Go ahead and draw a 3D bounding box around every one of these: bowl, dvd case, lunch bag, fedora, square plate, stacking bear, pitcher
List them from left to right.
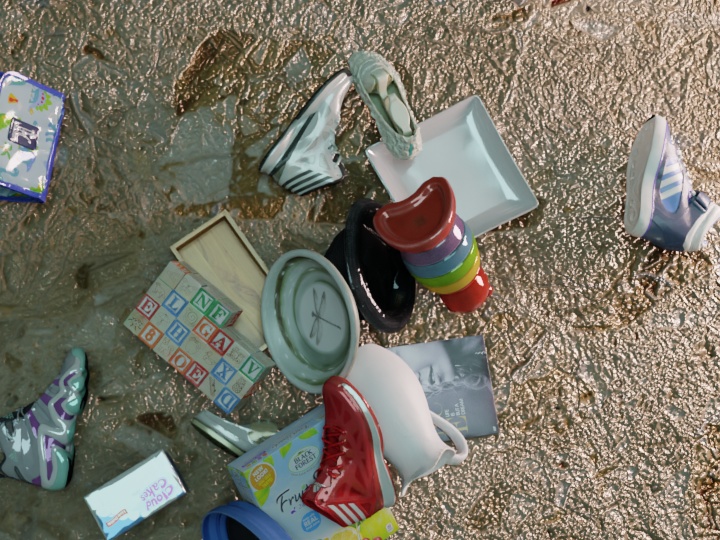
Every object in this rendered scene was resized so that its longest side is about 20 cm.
[{"bbox_3d":[-0.532,-0.194,1.687,0.200,0.127,0.170,12,76,-17],"label":"lunch bag"},{"bbox_3d":[-0.132,0.396,1.586,0.039,0.201,0.201,-33,84,-35],"label":"bowl"},{"bbox_3d":[0.000,0.000,1.705,0.092,0.201,0.201,-17,80,29],"label":"fedora"},{"bbox_3d":[0.057,0.201,1.667,0.121,0.172,0.200,-46,69,26],"label":"pitcher"},{"bbox_3d":[0.095,0.180,1.737,0.200,0.016,0.149,-7,81,-7],"label":"dvd case"},{"bbox_3d":[0.122,-0.016,1.700,0.121,0.200,0.114,-31,42,7],"label":"stacking bear"},{"bbox_3d":[0.137,-0.138,1.794,0.200,0.028,0.198,-27,83,-11],"label":"square plate"}]

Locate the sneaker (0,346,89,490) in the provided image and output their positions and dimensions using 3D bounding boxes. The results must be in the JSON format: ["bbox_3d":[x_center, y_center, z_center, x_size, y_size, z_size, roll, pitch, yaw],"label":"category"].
[{"bbox_3d":[-0.456,0.196,1.640,0.140,0.078,0.200,10,78,-5],"label":"sneaker"}]

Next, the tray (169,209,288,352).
[{"bbox_3d":[-0.179,0.022,1.725,0.099,0.037,0.200,-35,86,-11],"label":"tray"}]

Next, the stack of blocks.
[{"bbox_3d":[-0.217,0.092,1.668,0.200,0.059,0.115,40,97,8],"label":"stack of blocks"}]

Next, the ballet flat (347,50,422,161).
[{"bbox_3d":[0.042,-0.258,1.769,0.072,0.072,0.200,-23,71,-10],"label":"ballet flat"}]

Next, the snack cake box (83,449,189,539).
[{"bbox_3d":[-0.292,0.296,1.577,0.115,0.200,0.067,-30,85,-10],"label":"snack cake box"}]

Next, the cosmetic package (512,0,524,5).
[{"bbox_3d":[0.276,-0.543,1.796,0.123,0.200,0.199,39,78,4],"label":"cosmetic package"}]

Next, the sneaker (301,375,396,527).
[{"bbox_3d":[-0.031,0.247,1.557,0.115,0.078,0.200,-28,102,-29],"label":"sneaker"}]

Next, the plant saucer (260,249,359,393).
[{"bbox_3d":[-0.058,0.067,1.636,0.050,0.200,0.200,-10,79,-41],"label":"plant saucer"}]

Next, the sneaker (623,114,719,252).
[{"bbox_3d":[0.486,-0.126,1.811,0.146,0.081,0.200,15,75,-12],"label":"sneaker"}]

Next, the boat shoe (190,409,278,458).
[{"bbox_3d":[-0.141,0.243,1.674,0.200,0.075,0.068,32,76,-11],"label":"boat shoe"}]

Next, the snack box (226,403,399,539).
[{"bbox_3d":[-0.063,0.310,1.621,0.169,0.068,0.200,-31,104,-25],"label":"snack box"}]

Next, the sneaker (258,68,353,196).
[{"bbox_3d":[-0.050,-0.196,1.770,0.115,0.076,0.201,38,86,-7],"label":"sneaker"}]
